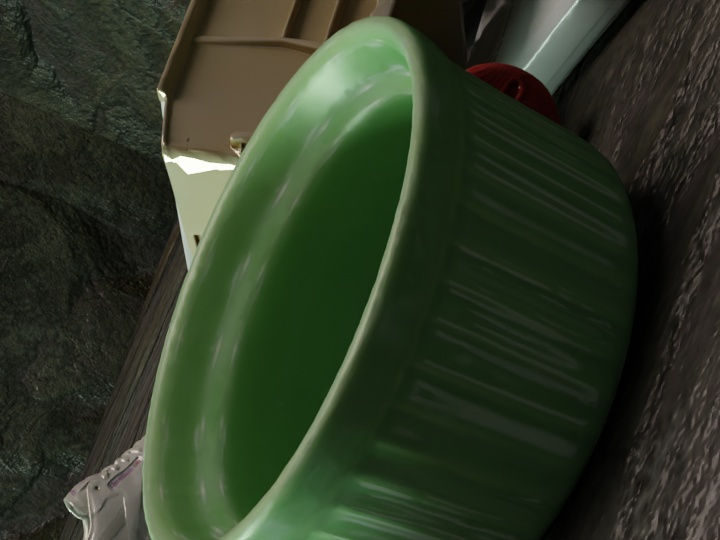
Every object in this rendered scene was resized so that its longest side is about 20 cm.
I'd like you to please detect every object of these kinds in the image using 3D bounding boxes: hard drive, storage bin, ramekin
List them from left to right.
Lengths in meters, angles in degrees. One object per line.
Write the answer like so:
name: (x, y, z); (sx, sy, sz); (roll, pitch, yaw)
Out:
storage bin: (-0.016, -0.072, 0.876); (0.201, 0.093, 0.200); (81, -159, -54)
ramekin: (0.009, 0.022, 0.639); (0.200, 0.097, 0.201); (-51, 27, 37)
hard drive: (0.095, -0.136, 0.860); (0.200, 0.027, 0.133); (127, 164, -60)

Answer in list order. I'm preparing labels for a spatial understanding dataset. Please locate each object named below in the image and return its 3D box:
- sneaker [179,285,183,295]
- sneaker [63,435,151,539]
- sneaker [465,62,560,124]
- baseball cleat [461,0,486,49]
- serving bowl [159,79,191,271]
sneaker: (-0.080, 0.041, 1.230); (0.200, 0.095, 0.080); (-153, 86, -81)
sneaker: (-0.186, 0.175, 1.513); (0.075, 0.099, 0.201); (129, 163, -67)
sneaker: (0.019, 0.006, 0.795); (0.201, 0.078, 0.116); (-66, 10, 0)
baseball cleat: (0.038, -0.159, 0.996); (0.070, 0.106, 0.200); (-52, -34, 1)
serving bowl: (-0.067, -0.017, 1.054); (0.200, 0.065, 0.202); (170, 90, -83)
